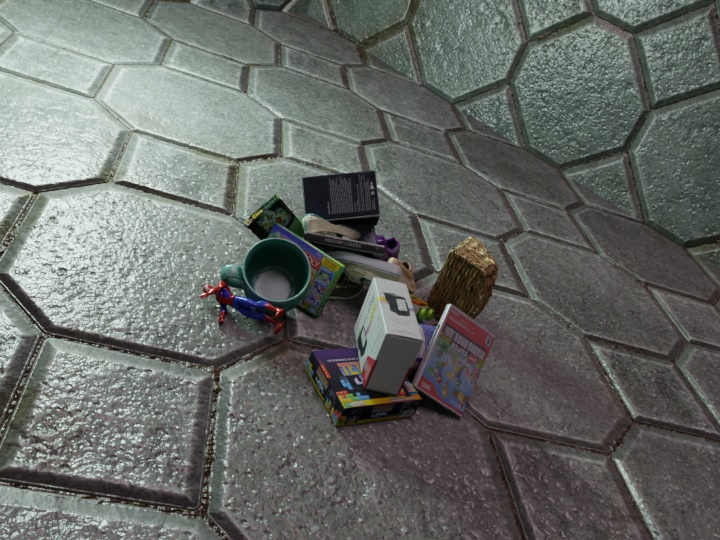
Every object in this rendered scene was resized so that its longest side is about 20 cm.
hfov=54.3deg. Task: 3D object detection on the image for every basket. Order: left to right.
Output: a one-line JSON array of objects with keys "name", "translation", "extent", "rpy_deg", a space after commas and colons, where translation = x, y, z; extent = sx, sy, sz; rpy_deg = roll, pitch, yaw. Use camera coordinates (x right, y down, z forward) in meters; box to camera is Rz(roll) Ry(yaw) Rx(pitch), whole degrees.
[{"name": "basket", "translation": [0.282, 0.037, 1.840], "extent": [0.142, 0.202, 0.148], "rpy_deg": [32, 30, 18]}]

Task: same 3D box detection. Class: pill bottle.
[{"name": "pill bottle", "translation": [0.165, 0.187, 1.597], "extent": [0.197, 0.121, 0.120], "rpy_deg": [10, 32, -25]}]

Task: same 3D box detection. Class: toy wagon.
[{"name": "toy wagon", "translation": [0.099, 0.074, 1.745], "extent": [0.153, 0.040, 0.200], "rpy_deg": [27, 4, 21]}]

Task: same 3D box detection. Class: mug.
[{"name": "mug", "translation": [-0.205, 0.012, 1.583], "extent": [0.183, 0.115, 0.153], "rpy_deg": [31, 65, 2]}]

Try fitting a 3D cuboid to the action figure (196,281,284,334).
[{"name": "action figure", "translation": [-0.268, 0.084, 1.492], "extent": [0.197, 0.066, 0.099], "rpy_deg": [24, 36, 21]}]

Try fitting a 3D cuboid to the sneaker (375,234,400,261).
[{"name": "sneaker", "translation": [0.029, -0.060, 1.929], "extent": [0.197, 0.089, 0.081], "rpy_deg": [3, 37, -31]}]

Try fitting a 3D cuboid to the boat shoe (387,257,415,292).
[{"name": "boat shoe", "translation": [0.109, 0.010, 1.823], "extent": [0.073, 0.070, 0.200], "rpy_deg": [22, -1, 19]}]

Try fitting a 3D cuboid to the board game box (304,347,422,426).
[{"name": "board game box", "translation": [0.006, 0.236, 1.467], "extent": [0.197, 0.057, 0.166], "rpy_deg": [1, 38, -35]}]

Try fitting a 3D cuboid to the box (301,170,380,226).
[{"name": "box", "translation": [-0.052, -0.183, 1.886], "extent": [0.193, 0.127, 0.200], "rpy_deg": [-7, -3, -2]}]

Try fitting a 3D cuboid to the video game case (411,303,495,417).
[{"name": "video game case", "translation": [0.206, 0.196, 1.540], "extent": [0.142, 0.202, 0.017], "rpy_deg": [34, -18, -21]}]

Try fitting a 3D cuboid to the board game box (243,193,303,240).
[{"name": "board game box", "translation": [-0.201, -0.104, 1.712], "extent": [0.023, 0.105, 0.200], "rpy_deg": [46, -3, 26]}]

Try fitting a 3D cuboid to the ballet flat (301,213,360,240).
[{"name": "ballet flat", "translation": [-0.076, -0.089, 1.794], "extent": [0.198, 0.067, 0.064], "rpy_deg": [16, 65, -44]}]

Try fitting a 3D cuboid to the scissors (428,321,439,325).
[{"name": "scissors", "translation": [0.162, 0.170, 1.734], "extent": [0.073, 0.014, 0.198], "rpy_deg": [43, 36, 25]}]

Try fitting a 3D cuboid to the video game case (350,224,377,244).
[{"name": "video game case", "translation": [-0.055, -0.072, 1.877], "extent": [0.196, 0.018, 0.144], "rpy_deg": [-5, 34, -1]}]

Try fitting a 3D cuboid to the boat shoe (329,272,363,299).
[{"name": "boat shoe", "translation": [-0.062, 0.030, 1.743], "extent": [0.199, 0.061, 0.072], "rpy_deg": [-7, 41, -42]}]

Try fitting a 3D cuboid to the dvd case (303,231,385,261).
[{"name": "dvd case", "translation": [-0.039, -0.048, 1.738], "extent": [0.196, 0.025, 0.150], "rpy_deg": [10, -14, 2]}]

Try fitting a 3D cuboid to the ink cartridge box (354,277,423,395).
[{"name": "ink cartridge box", "translation": [0.053, 0.134, 1.464], "extent": [0.081, 0.148, 0.201], "rpy_deg": [12, 30, -15]}]

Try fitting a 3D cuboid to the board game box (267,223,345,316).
[{"name": "board game box", "translation": [-0.149, -0.003, 1.658], "extent": [0.198, 0.136, 0.029], "rpy_deg": [32, 10, 15]}]

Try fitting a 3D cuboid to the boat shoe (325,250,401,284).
[{"name": "boat shoe", "translation": [0.000, 0.000, 1.698], "extent": [0.197, 0.063, 0.072], "rpy_deg": [12, -13, 18]}]
